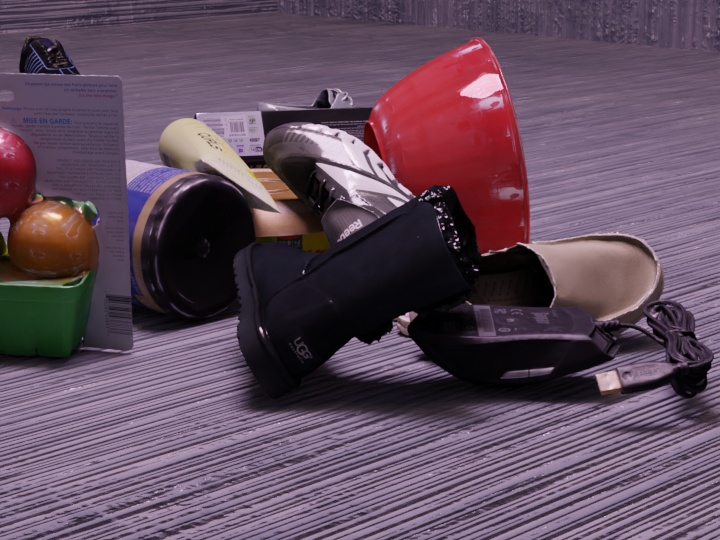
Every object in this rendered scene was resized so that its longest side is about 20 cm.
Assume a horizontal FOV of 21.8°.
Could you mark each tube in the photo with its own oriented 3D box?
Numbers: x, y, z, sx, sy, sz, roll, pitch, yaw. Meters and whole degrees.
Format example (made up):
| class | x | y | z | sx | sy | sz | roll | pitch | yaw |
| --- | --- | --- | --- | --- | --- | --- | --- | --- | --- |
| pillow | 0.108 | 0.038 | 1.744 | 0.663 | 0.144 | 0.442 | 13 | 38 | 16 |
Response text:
| class | x | y | z | sx | sy | sz | roll | pitch | yaw |
| --- | --- | --- | --- | --- | --- | --- | --- | --- | --- |
| tube | -0.119 | -0.086 | 1.527 | 0.057 | 0.052 | 0.200 | -10 | 15 | -15 |

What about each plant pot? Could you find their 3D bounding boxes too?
| class | x | y | z | sx | sy | sz | roll | pitch | yaw |
| --- | --- | --- | --- | --- | --- | --- | --- | --- | --- |
| plant pot | -0.087 | -0.062 | 1.594 | 0.198 | 0.028 | 0.200 | 1 | 13 | 0 |

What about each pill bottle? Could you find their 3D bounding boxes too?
| class | x | y | z | sx | sy | sz | roll | pitch | yaw |
| --- | --- | --- | --- | --- | --- | --- | --- | --- | --- |
| pill bottle | -0.185 | -0.031 | 1.478 | 0.199 | 0.113 | 0.111 | 11 | 16 | 42 |

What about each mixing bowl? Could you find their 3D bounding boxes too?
| class | x | y | z | sx | sy | sz | roll | pitch | yaw |
| --- | --- | --- | --- | --- | --- | --- | --- | --- | --- |
| mixing bowl | 0.065 | -0.088 | 1.578 | 0.107 | 0.202 | 0.200 | -10 | 14 | -9 |

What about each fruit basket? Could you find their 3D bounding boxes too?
| class | x | y | z | sx | sy | sz | roll | pitch | yaw |
| --- | --- | --- | --- | --- | --- | --- | --- | --- | --- |
| fruit basket | -0.251 | -0.043 | 1.323 | 0.183 | 0.202 | 0.094 | 2 | 13 | 8 |

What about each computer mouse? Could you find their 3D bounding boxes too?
| class | x | y | z | sx | sy | sz | roll | pitch | yaw |
| --- | --- | --- | --- | --- | --- | --- | --- | --- | --- |
| computer mouse | 0.133 | 0.063 | 1.230 | 0.198 | 0.047 | 0.141 | -2 | 18 | -5 |

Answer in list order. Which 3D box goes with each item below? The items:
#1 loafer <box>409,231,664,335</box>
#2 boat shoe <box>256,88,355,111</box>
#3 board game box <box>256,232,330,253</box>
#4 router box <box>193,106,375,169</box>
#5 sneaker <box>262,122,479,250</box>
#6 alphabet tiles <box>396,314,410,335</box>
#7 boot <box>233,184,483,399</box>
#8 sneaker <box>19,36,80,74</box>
| class | x | y | z | sx | sy | sz | roll | pitch | yaw |
| --- | --- | --- | --- | --- | --- | --- | --- | --- | --- |
| loafer | 0.135 | 0.015 | 1.336 | 0.198 | 0.076 | 0.068 | -13 | -19 | -19 |
| boat shoe | -0.037 | -0.184 | 2.259 | 0.199 | 0.072 | 0.070 | -7 | 14 | -29 |
| board game box | -0.050 | -0.034 | 1.643 | 0.101 | 0.048 | 0.200 | -3 | 13 | -14 |
| router box | -0.071 | -0.099 | 1.761 | 0.198 | 0.053 | 0.157 | -4 | -18 | -16 |
| sneaker | -0.003 | -0.047 | 1.478 | 0.199 | 0.067 | 0.090 | 36 | 34 | 10 |
| alphabet tiles | 0.109 | 0.026 | 1.458 | 0.194 | 0.015 | 0.200 | 6 | 14 | 25 |
| boot | 0.000 | 0.000 | 1.276 | 0.167 | 0.077 | 0.200 | -29 | 17 | 7 |
| sneaker | -0.457 | -0.300 | 2.745 | 0.070 | 0.079 | 0.200 | -6 | 14 | -29 |
